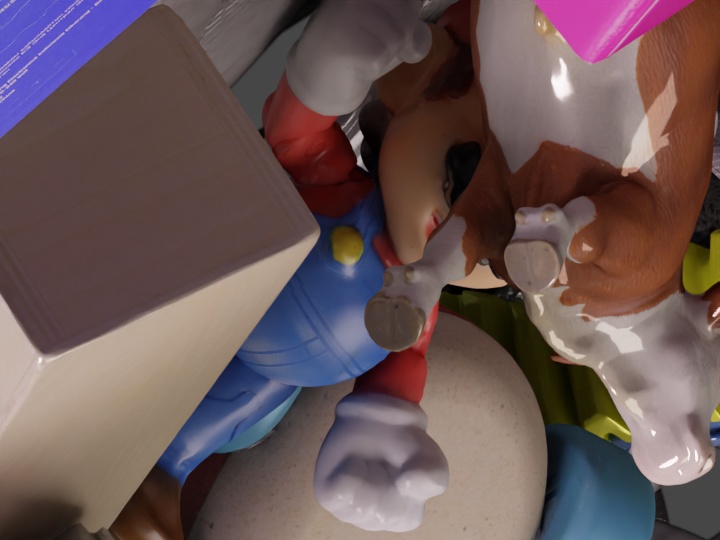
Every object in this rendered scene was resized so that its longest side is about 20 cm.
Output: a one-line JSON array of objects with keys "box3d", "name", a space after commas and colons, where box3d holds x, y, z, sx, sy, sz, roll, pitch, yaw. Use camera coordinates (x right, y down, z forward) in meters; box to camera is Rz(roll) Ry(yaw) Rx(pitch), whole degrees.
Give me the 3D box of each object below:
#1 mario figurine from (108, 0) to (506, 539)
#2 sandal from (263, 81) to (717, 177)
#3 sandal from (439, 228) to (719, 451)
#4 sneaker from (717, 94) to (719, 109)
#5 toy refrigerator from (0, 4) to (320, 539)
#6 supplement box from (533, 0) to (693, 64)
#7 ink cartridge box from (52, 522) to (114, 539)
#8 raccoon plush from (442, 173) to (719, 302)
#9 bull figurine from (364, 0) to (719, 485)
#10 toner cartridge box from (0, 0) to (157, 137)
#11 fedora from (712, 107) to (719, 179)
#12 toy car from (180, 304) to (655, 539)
[{"box3d": [0.000, 0.000, 0.786, 0.200, 0.106, 0.123, -35, 159, 3], "name": "mario figurine"}, {"box3d": [0.034, -0.045, 0.915, 0.206, 0.059, 0.079, 3, 123, -47], "name": "sandal"}, {"box3d": [0.086, 0.040, 1.032, 0.199, 0.080, 0.087, -11, 167, 30], "name": "sandal"}, {"box3d": [0.140, -0.119, 0.906, 0.200, 0.080, 0.074, -38, 169, -24], "name": "sneaker"}, {"box3d": [-0.089, 0.024, 0.681, 0.076, 0.070, 0.200, -26, 164, -33], "name": "toy refrigerator"}, {"box3d": [0.093, -0.138, 0.528, 0.200, 0.103, 0.101, -36, 171, -35], "name": "supplement box"}, {"box3d": [-0.108, 0.157, 0.641, 0.200, 0.088, 0.145, -35, -163, -6], "name": "ink cartridge box"}, {"box3d": [0.108, 0.006, 1.108, 0.134, 0.199, 0.097, -45, -153, 36], "name": "raccoon plush"}, {"box3d": [0.054, -0.040, 0.701, 0.065, 0.201, 0.121, 6, -165, 27], "name": "bull figurine"}, {"box3d": [-0.116, -0.011, 0.461, 0.200, 0.043, 0.095, -41, 170, 0], "name": "toner cartridge box"}, {"box3d": [0.167, -0.068, 0.981, 0.090, 0.178, 0.200, -15, -163, -33], "name": "fedora"}, {"box3d": [-0.044, 0.076, 0.977, 0.200, 0.184, 0.178, 25, -92, 56], "name": "toy car"}]
